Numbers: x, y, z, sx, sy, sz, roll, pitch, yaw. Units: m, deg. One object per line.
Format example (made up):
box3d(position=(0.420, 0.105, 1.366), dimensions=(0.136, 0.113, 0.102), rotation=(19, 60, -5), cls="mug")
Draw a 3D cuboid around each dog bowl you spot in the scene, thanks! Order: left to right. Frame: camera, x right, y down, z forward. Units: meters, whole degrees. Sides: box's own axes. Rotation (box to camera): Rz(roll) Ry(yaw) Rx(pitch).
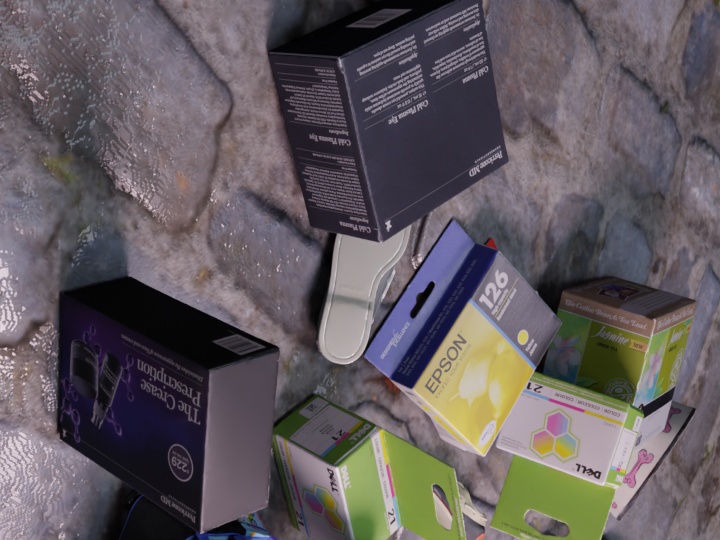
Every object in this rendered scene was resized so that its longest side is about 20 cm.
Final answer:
box3d(position=(0.408, 0.266, 1.731), dimensions=(0.200, 0.074, 0.200), rotation=(-50, 164, -20), cls="dog bowl")

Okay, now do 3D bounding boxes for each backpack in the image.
box3d(position=(-0.148, 0.314, 1.133), dimensions=(0.200, 0.134, 0.183), rotation=(19, 93, -53), cls="backpack")

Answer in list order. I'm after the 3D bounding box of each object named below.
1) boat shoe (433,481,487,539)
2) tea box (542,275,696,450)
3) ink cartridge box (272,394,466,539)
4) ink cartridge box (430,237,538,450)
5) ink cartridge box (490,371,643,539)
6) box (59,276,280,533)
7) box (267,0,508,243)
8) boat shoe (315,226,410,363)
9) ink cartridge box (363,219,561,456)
box3d(position=(0.109, 0.293, 1.460), dimensions=(0.063, 0.071, 0.200), rotation=(-58, 141, -21), cls="boat shoe")
box3d(position=(0.340, 0.124, 1.568), dimensions=(0.200, 0.133, 0.198), rotation=(-12, 115, -59), cls="tea box")
box3d(position=(0.009, 0.236, 1.220), dimensions=(0.076, 0.199, 0.148), rotation=(-35, 130, -33), cls="ink cartridge box")
box3d(position=(0.145, 0.091, 1.432), dimensions=(0.200, 0.045, 0.177), rotation=(-50, 138, -21), cls="ink cartridge box")
box3d(position=(0.241, 0.240, 1.437), dimensions=(0.076, 0.147, 0.201), rotation=(28, 80, -60), cls="ink cartridge box")
box3d(position=(-0.163, 0.105, 0.969), dimensions=(0.079, 0.199, 0.142), rotation=(-16, 117, -44), cls="box")
box3d(position=(0.032, -0.155, 1.135), dimensions=(0.200, 0.104, 0.183), rotation=(-32, 120, -35), cls="box")
box3d(position=(0.000, 0.000, 1.232), dimensions=(0.062, 0.072, 0.201), rotation=(142, -35, -83), cls="boat shoe")
box3d(position=(0.126, 0.079, 1.364), dimensions=(0.200, 0.047, 0.198), rotation=(44, 71, -33), cls="ink cartridge box")
